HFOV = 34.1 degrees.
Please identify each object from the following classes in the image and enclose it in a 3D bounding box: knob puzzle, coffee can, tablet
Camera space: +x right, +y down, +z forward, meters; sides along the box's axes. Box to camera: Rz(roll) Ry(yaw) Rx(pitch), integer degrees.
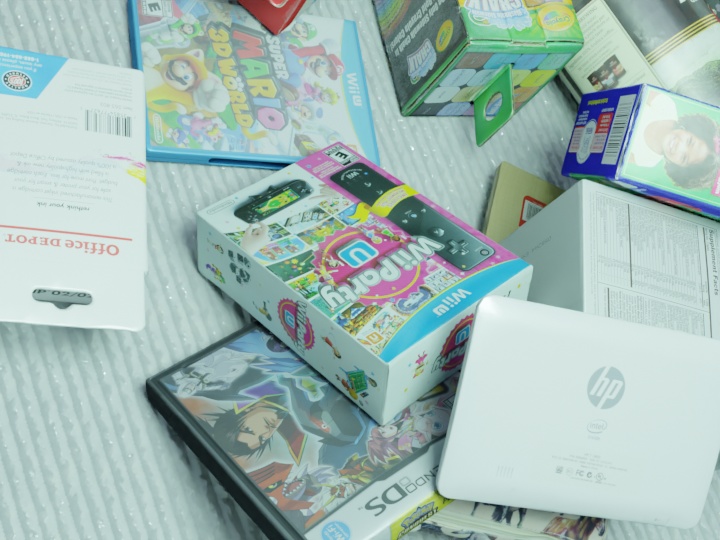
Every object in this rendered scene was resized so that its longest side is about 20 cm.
[{"bbox_3d":[0.171,0.030,0.988,0.217,0.030,0.222,12,62,-23],"label":"knob puzzle"},{"bbox_3d":[0.271,-0.173,1.063,0.146,0.146,0.201,-31,84,-34],"label":"coffee can"},{"bbox_3d":[0.151,0.095,0.759,0.198,0.014,0.132,11,95,-20],"label":"tablet"}]

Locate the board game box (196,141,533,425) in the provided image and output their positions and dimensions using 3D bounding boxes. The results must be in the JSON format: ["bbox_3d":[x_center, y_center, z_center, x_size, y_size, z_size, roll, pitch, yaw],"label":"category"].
[{"bbox_3d":[0.000,0.000,0.840,0.147,0.065,0.199,-31,52,-33],"label":"board game box"}]

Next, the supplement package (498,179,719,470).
[{"bbox_3d":[0.208,0.053,0.885,0.198,0.152,0.152,14,63,-20],"label":"supplement package"}]

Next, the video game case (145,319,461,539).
[{"bbox_3d":[-0.018,0.098,0.796,0.180,0.026,0.200,-28,50,-28],"label":"video game case"}]

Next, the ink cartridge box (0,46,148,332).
[{"bbox_3d":[-0.209,-0.045,0.807,0.114,0.068,0.202,6,64,-24],"label":"ink cartridge box"}]

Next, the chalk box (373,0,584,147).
[{"bbox_3d":[0.100,-0.209,1.007,0.123,0.124,0.202,-5,72,-29],"label":"chalk box"}]

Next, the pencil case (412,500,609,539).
[{"bbox_3d":[0.089,0.163,0.854,0.198,0.078,0.090,16,43,-20],"label":"pencil case"}]

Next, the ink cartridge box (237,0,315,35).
[{"bbox_3d":[-0.069,-0.279,0.972,0.116,0.067,0.200,41,49,-2],"label":"ink cartridge box"}]

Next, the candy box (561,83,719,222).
[{"bbox_3d":[0.272,-0.077,0.895,0.198,0.169,0.078,15,95,-5],"label":"candy box"}]

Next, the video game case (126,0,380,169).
[{"bbox_3d":[-0.085,-0.149,0.949,0.198,0.018,0.145,2,66,-26],"label":"video game case"}]

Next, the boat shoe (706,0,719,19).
[{"bbox_3d":[0.332,-0.257,1.178,0.067,0.072,0.202,1,69,-31],"label":"boat shoe"}]

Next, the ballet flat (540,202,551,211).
[{"bbox_3d":[0.246,-0.037,1.001,0.198,0.063,0.069,9,60,-24],"label":"ballet flat"}]
